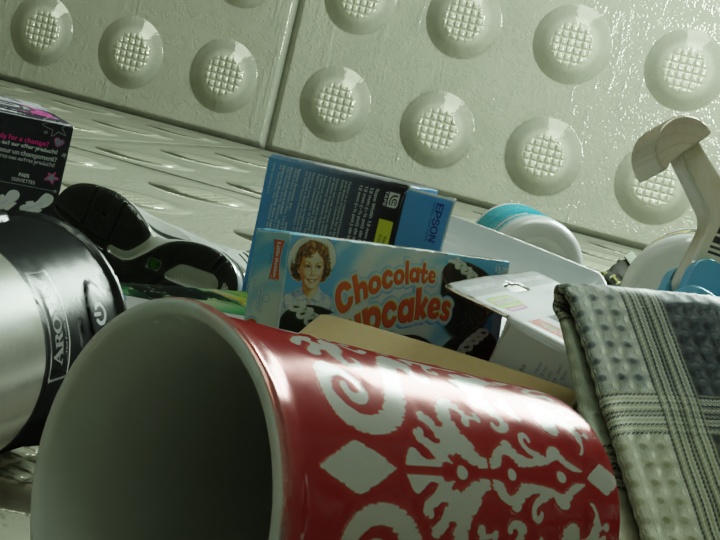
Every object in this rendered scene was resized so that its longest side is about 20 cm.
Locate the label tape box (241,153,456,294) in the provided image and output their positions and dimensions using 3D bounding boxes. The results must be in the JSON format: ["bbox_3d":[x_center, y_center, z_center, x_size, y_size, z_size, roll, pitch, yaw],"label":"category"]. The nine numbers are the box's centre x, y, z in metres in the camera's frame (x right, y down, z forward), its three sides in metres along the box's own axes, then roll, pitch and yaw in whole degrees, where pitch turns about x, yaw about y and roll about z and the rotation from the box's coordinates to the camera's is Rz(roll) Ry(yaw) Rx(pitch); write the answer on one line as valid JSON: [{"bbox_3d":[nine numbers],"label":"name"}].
[{"bbox_3d":[0.000,0.000,1.063,0.066,0.143,0.200,8,6,-45],"label":"label tape box"}]

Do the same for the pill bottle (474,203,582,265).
[{"bbox_3d":[0.189,-0.021,1.692,0.111,0.111,0.200,13,8,-8],"label":"pill bottle"}]

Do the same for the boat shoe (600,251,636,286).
[{"bbox_3d":[0.336,0.036,1.742,0.072,0.061,0.201,57,10,-13],"label":"boat shoe"}]

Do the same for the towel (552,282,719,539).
[{"bbox_3d":[0.208,0.097,0.762,0.192,0.035,0.200,5,50,-21],"label":"towel"}]

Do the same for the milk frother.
[{"bbox_3d":[-0.240,0.028,0.624,0.200,0.181,0.188,-29,-4,15],"label":"milk frother"}]

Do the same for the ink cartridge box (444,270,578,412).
[{"bbox_3d":[0.141,0.076,0.907,0.176,0.084,0.200,29,13,20],"label":"ink cartridge box"}]

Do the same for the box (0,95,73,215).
[{"bbox_3d":[-0.364,-0.112,1.369,0.132,0.115,0.200,10,9,-24],"label":"box"}]

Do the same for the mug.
[{"bbox_3d":[0.001,0.109,0.526,0.133,0.178,0.200,-27,-26,37],"label":"mug"}]

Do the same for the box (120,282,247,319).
[{"bbox_3d":[-0.117,0.042,0.989,0.200,0.036,0.144,7,10,-44],"label":"box"}]

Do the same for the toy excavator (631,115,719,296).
[{"bbox_3d":[0.262,0.010,1.063,0.194,0.200,0.100,33,-24,-12],"label":"toy excavator"}]

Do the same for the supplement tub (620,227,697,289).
[{"bbox_3d":[0.351,0.028,1.504,0.144,0.145,0.200,15,8,13],"label":"supplement tub"}]

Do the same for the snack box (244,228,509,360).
[{"bbox_3d":[0.011,0.040,0.915,0.200,0.116,0.037,6,2,-43],"label":"snack box"}]

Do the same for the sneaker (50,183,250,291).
[{"bbox_3d":[-0.163,-0.008,1.200,0.200,0.076,0.115,26,3,24],"label":"sneaker"}]

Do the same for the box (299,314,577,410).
[{"bbox_3d":[0.009,0.085,0.743,0.163,0.021,0.200,18,25,19],"label":"box"}]

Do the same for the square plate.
[{"bbox_3d":[0.126,0.042,1.106,0.200,0.028,0.198,19,36,-22],"label":"square plate"}]
